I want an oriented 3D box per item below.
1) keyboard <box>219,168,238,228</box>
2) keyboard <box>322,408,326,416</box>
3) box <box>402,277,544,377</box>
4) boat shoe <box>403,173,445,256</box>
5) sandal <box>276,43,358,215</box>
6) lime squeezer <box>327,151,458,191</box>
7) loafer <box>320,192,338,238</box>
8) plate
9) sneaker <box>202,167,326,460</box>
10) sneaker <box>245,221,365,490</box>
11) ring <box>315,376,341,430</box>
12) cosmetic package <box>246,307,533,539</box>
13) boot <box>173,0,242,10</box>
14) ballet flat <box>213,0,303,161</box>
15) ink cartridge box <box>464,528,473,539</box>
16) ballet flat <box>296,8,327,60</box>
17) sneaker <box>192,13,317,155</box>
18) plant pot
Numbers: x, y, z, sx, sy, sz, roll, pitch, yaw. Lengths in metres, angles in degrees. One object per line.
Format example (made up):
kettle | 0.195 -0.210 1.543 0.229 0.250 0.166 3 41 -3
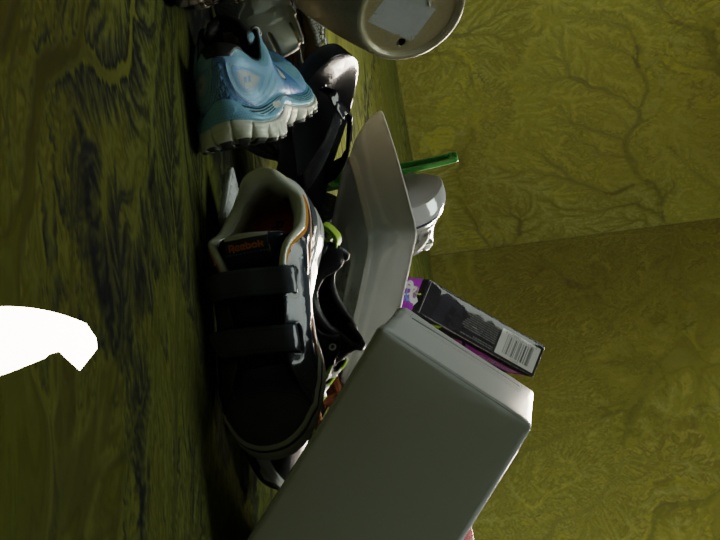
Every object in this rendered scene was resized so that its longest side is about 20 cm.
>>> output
keyboard | -0.081 0.018 1.647 0.057 0.011 0.201 -92 173 -48
keyboard | -0.021 0.069 1.977 0.200 0.011 0.057 115 -24 -57
box | 0.050 0.045 1.993 0.199 0.143 0.036 8 -108 56
boat shoe | 0.036 -0.042 1.940 0.200 0.072 0.066 -162 -130 -74
sandal | -0.033 -0.089 1.766 0.076 0.043 0.201 -26 139 -46
lime squeezer | -0.017 -0.101 1.927 0.071 0.199 0.038 -67 -157 19
loafer | -0.047 -0.025 1.950 0.200 0.072 0.073 39 66 -76
plate | 0.000 0.000 1.810 0.200 0.032 0.201 -104 -157 -56
sneaker | -0.067 0.024 1.499 0.080 0.078 0.201 59 26 -56
sneaker | -0.039 0.066 1.598 0.072 0.082 0.202 -45 137 -69
ring | -0.029 0.130 1.859 0.200 0.019 0.202 164 -90 -81
cosmetic package | 0.017 0.144 1.498 0.200 0.123 0.200 -58 176 5
boot | -0.055 -0.230 1.575 0.200 0.149 0.074 -68 150 -80
ballet flat | -0.068 -0.170 1.756 0.072 0.071 0.201 -91 173 -54
ink cartridge box | 0.044 0.270 1.775 0.084 0.174 0.201 -57 150 -36
ballet flat | -0.060 -0.188 1.977 0.072 0.071 0.201 -91 172 -52
sneaker | -0.080 -0.146 1.618 0.200 0.078 0.091 -77 155 -78
plant pot | 0.003 -0.262 1.784 0.188 0.186 0.200 78 -12 -46
